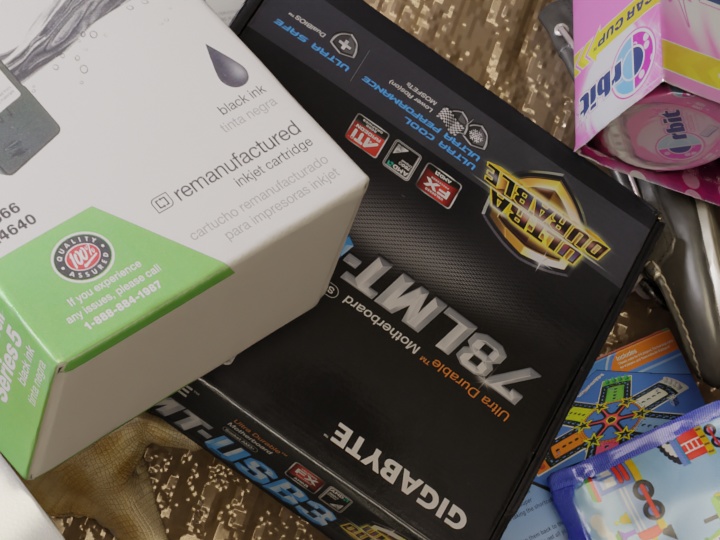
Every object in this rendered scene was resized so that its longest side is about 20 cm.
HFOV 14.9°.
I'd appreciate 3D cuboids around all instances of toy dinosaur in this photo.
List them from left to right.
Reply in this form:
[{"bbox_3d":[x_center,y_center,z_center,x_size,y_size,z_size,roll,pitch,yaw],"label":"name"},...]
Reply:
[{"bbox_3d":[-0.108,0.074,1.186,0.101,0.058,0.200,-39,96,0],"label":"toy dinosaur"}]

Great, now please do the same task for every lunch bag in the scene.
[{"bbox_3d":[0.178,0.125,1.163,0.199,0.094,0.151,-22,80,-22],"label":"lunch bag"}]

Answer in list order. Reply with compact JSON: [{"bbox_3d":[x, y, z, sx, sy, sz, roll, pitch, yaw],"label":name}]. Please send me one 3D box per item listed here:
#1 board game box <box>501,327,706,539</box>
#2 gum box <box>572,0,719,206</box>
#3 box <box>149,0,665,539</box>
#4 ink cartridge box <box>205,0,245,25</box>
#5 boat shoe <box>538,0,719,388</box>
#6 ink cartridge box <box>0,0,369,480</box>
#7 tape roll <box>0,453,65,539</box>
[{"bbox_3d":[0.082,0.101,1.166,0.200,0.019,0.103,-20,83,-39],"label":"board game box"},{"bbox_3d":[0.190,-0.081,1.187,0.199,0.066,0.114,18,55,-25],"label":"gum box"},{"bbox_3d":[0.000,0.000,1.104,0.200,0.050,0.199,36,53,-5],"label":"box"},{"bbox_3d":[-0.045,-0.014,1.158,0.116,0.067,0.201,-11,70,-31],"label":"ink cartridge box"},{"bbox_3d":[0.124,-0.037,1.215,0.057,0.067,0.201,-14,68,9],"label":"boat shoe"},{"bbox_3d":[-0.120,-0.048,0.998,0.145,0.084,0.200,-32,70,-31],"label":"ink cartridge box"},{"bbox_3d":[-0.151,0.100,1.092,0.037,0.203,0.203,-38,86,-12],"label":"tape roll"}]
